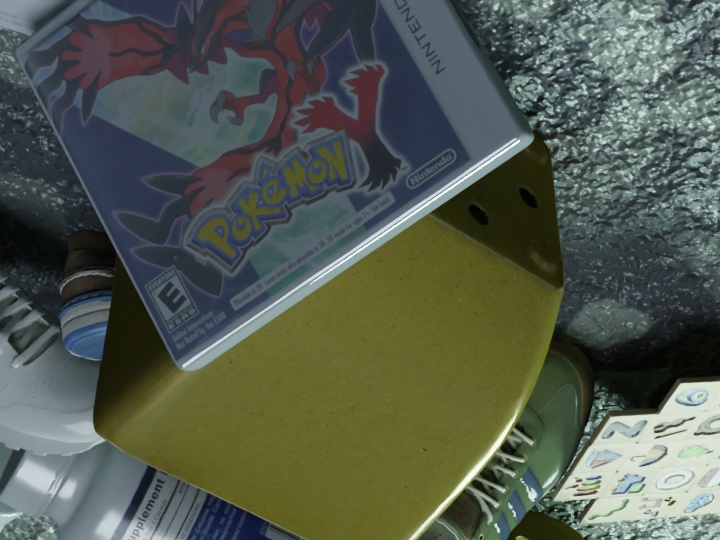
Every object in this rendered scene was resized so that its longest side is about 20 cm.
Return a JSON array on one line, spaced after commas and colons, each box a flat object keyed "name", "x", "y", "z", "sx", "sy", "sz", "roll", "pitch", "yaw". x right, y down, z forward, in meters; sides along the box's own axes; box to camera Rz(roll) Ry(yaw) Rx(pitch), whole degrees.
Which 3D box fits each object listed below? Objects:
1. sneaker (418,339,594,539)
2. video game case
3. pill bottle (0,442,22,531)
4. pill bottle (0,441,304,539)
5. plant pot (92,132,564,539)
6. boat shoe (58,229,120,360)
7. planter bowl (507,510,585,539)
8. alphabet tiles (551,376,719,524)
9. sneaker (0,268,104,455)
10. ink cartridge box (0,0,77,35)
[{"name": "sneaker", "x": 0.074, "y": 0.138, "z": 1.119, "sx": 0.067, "sy": 0.090, "sz": 0.201, "roll": 36, "pitch": 111, "yaw": 11}, {"name": "video game case", "x": -0.046, "y": -0.083, "z": 0.839, "sx": 0.199, "sy": 0.183, "sz": 0.023, "roll": -34, "pitch": 166, "yaw": 17}, {"name": "pill bottle", "x": -0.308, "y": 0.152, "z": 1.224, "sx": 0.199, "sy": 0.115, "sz": 0.114, "roll": -29, "pitch": 130, "yaw": 34}, {"name": "pill bottle", "x": -0.117, "y": 0.146, "z": 1.110, "sx": 0.199, "sy": 0.112, "sz": 0.111, "roll": 28, "pitch": 137, "yaw": -12}, {"name": "plant pot", "x": 0.000, "y": 0.000, "z": 0.955, "sx": 0.193, "sy": 0.197, "sz": 0.200, "roll": 29, "pitch": 127, "yaw": -26}, {"name": "boat shoe", "x": -0.103, "y": 0.020, "z": 1.065, "sx": 0.072, "sy": 0.073, "sz": 0.200, "roll": -16, "pitch": 162, "yaw": 22}, {"name": "planter bowl", "x": 0.105, "y": 0.217, "z": 1.241, "sx": 0.198, "sy": 0.201, "sz": 0.084, "roll": 10, "pitch": 105, "yaw": -4}, {"name": "alphabet tiles", "x": 0.226, "y": 0.113, "z": 1.147, "sx": 0.198, "sy": 0.006, "sz": 0.167, "roll": -1, "pitch": 143, "yaw": -20}, {"name": "sneaker", "x": -0.216, "y": 0.033, "z": 1.050, "sx": 0.199, "sy": 0.076, "sz": 0.081, "roll": 29, "pitch": 138, "yaw": 22}, {"name": "ink cartridge box", "x": -0.180, "y": -0.207, "z": 0.836, "sx": 0.161, "sy": 0.057, "sz": 0.201, "roll": 16, "pitch": 131, "yaw": -13}]
